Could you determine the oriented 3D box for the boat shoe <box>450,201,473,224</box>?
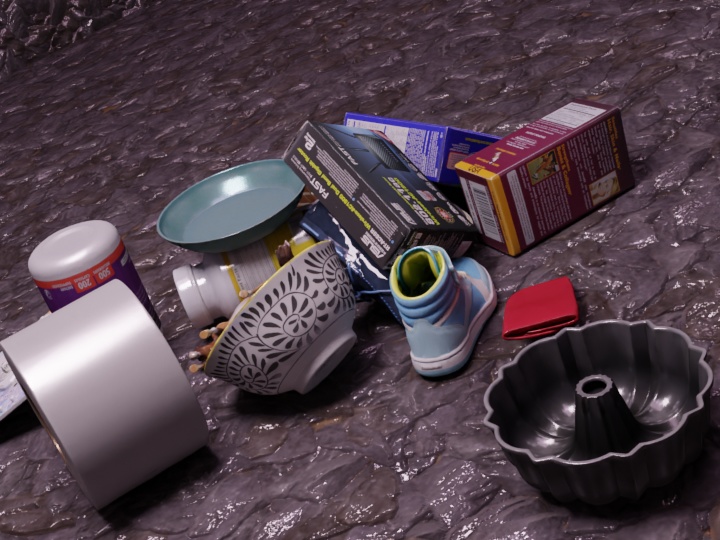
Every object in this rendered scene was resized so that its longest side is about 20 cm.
[{"bbox_3d":[0.079,-0.072,1.445,0.072,0.065,0.200,-51,25,4],"label":"boat shoe"}]

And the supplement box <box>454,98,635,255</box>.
[{"bbox_3d":[0.230,-0.119,1.398,0.200,0.111,0.086,-29,28,-18],"label":"supplement box"}]

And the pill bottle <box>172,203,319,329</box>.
[{"bbox_3d":[-0.128,0.000,1.422,0.200,0.112,0.112,-22,27,-3],"label":"pill bottle"}]

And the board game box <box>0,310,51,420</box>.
[{"bbox_3d":[-0.444,0.123,1.429,0.200,0.026,0.200,-38,25,11],"label":"board game box"}]

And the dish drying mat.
[{"bbox_3d":[0.186,0.040,1.168,0.077,0.018,0.200,-15,7,11],"label":"dish drying mat"}]

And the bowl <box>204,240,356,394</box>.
[{"bbox_3d":[-0.067,0.073,1.234,0.094,0.201,0.201,43,57,11],"label":"bowl"}]

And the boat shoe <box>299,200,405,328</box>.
[{"bbox_3d":[0.000,0.000,1.332,0.069,0.084,0.200,-37,59,0],"label":"boat shoe"}]

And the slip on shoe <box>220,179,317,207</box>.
[{"bbox_3d":[-0.123,-0.090,1.579,0.200,0.076,0.061,-6,-31,-48],"label":"slip on shoe"}]

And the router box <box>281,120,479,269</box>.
[{"bbox_3d":[0.024,-0.089,1.326,0.200,0.062,0.150,48,28,25],"label":"router box"}]

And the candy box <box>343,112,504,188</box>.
[{"bbox_3d":[0.098,-0.154,1.504,0.169,0.077,0.200,5,8,-41],"label":"candy box"}]

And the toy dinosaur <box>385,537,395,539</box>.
[{"bbox_3d":[-0.046,0.290,0.917,0.200,0.048,0.088,-26,13,-10],"label":"toy dinosaur"}]

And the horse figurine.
[{"bbox_3d":[-0.131,0.052,1.311,0.200,0.050,0.133,-45,-7,9],"label":"horse figurine"}]

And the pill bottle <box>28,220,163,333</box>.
[{"bbox_3d":[-0.310,0.048,1.361,0.112,0.200,0.113,-16,28,9],"label":"pill bottle"}]

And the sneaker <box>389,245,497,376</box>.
[{"bbox_3d":[0.092,0.009,1.238,0.079,0.131,0.200,-10,28,21],"label":"sneaker"}]

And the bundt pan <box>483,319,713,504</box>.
[{"bbox_3d":[0.213,0.131,0.995,0.201,0.076,0.202,-15,28,8],"label":"bundt pan"}]

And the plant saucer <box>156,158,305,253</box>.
[{"bbox_3d":[-0.156,-0.075,1.415,0.199,0.036,0.200,-15,29,8],"label":"plant saucer"}]

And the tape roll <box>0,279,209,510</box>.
[{"bbox_3d":[-0.269,0.128,1.189,0.139,0.203,0.203,-30,29,-19],"label":"tape roll"}]

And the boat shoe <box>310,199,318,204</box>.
[{"bbox_3d":[-0.079,-0.047,1.523,0.200,0.076,0.060,-22,64,29],"label":"boat shoe"}]
